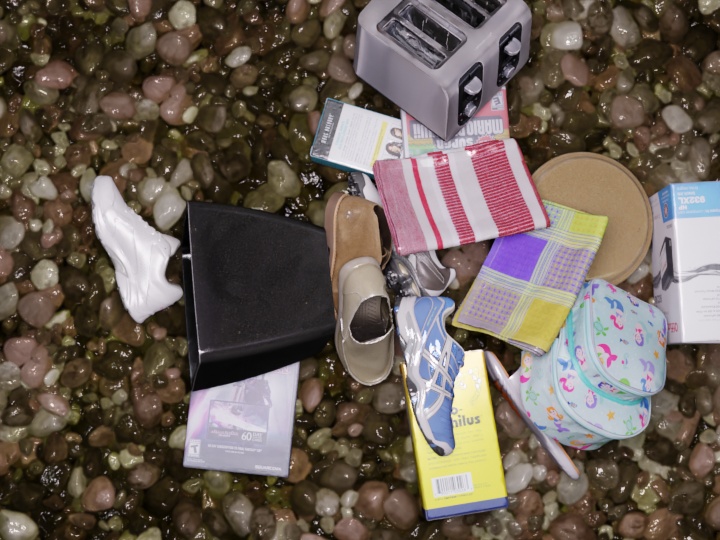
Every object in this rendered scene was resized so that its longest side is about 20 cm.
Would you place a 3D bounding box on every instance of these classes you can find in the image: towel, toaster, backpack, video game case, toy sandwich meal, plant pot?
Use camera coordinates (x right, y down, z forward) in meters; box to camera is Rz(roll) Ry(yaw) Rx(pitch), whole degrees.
[{"bbox_3d":[0.125,-0.095,1.527,0.198,0.023,0.145,-11,57,-9],"label":"towel"},{"bbox_3d":[0.100,-0.297,1.560,0.200,0.119,0.181,39,68,17],"label":"toaster"},{"bbox_3d":[0.211,0.003,1.508,0.143,0.023,0.201,21,76,38],"label":"towel"},{"bbox_3d":[0.290,0.118,1.520,0.177,0.150,0.201,26,63,-25],"label":"backpack"},{"bbox_3d":[-0.156,0.168,1.621,0.141,0.019,0.202,6,87,1],"label":"video game case"},{"bbox_3d":[0.128,-0.141,1.589,0.142,0.017,0.202,-3,80,-3],"label":"video game case"},{"bbox_3d":[0.287,-0.059,1.613,0.203,0.070,0.207,0,83,-4],"label":"toy sandwich meal"},{"bbox_3d":[-0.131,0.031,1.541,0.176,0.200,0.202,-4,75,-12],"label":"plant pot"}]

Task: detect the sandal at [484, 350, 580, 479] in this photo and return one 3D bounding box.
[{"bbox_3d":[0.236,0.178,1.593,0.059,0.079,0.207,-38,95,-4],"label":"sandal"}]

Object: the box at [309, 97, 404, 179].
[{"bbox_3d":[0.038,-0.160,1.627,0.198,0.049,0.083,17,85,2],"label":"box"}]

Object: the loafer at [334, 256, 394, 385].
[{"bbox_3d":[0.006,0.078,1.554,0.075,0.068,0.201,-13,129,-7],"label":"loafer"}]

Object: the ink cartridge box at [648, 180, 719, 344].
[{"bbox_3d":[0.430,-0.005,1.565,0.083,0.145,0.202,-3,86,0],"label":"ink cartridge box"}]

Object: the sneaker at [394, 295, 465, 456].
[{"bbox_3d":[0.094,0.126,1.484,0.076,0.076,0.202,-11,85,4],"label":"sneaker"}]

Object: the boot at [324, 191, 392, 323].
[{"bbox_3d":[0.000,0.000,1.567,0.075,0.074,0.202,10,120,23],"label":"boot"}]

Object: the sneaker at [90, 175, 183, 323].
[{"bbox_3d":[-0.293,-0.038,1.616,0.099,0.078,0.201,-21,95,-7],"label":"sneaker"}]

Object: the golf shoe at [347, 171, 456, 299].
[{"bbox_3d":[0.053,-0.051,1.614,0.094,0.078,0.201,-29,94,-11],"label":"golf shoe"}]

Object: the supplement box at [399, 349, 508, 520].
[{"bbox_3d":[0.119,0.210,1.570,0.108,0.109,0.202,-9,86,0],"label":"supplement box"}]
